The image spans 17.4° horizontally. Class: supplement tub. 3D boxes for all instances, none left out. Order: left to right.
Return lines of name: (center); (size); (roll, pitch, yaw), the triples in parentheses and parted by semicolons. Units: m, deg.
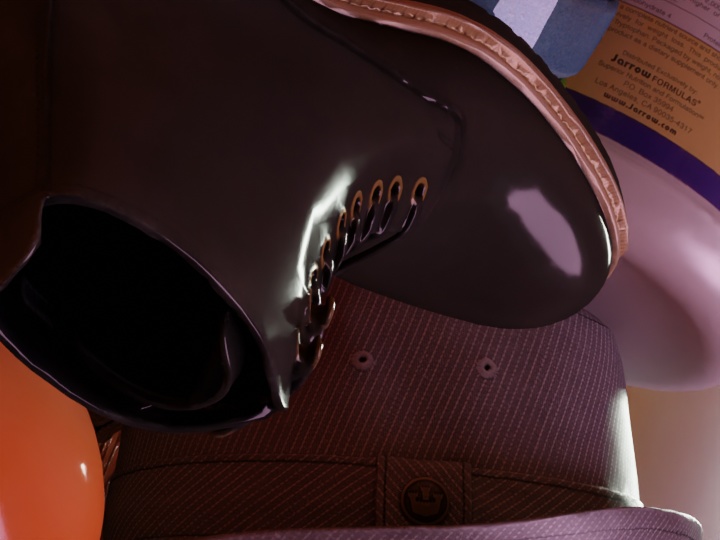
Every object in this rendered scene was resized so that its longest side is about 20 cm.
supplement tub: (0.092, -0.081, 0.715); (0.200, 0.145, 0.146); (-63, 167, -19)

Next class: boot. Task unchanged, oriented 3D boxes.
boot: (-0.011, -0.003, 0.477); (0.200, 0.139, 0.077); (28, 123, -34)

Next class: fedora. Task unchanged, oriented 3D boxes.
fedora: (-0.001, 0.049, 0.679); (0.177, 0.199, 0.091); (78, 12, -78)

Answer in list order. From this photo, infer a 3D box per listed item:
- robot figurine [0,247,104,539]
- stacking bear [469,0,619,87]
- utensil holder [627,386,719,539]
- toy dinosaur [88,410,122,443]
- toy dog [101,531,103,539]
robot figurine: (-0.132, 0.069, 0.475); (0.200, 0.116, 0.144); (-50, 153, -11)
stacking bear: (-0.006, -0.059, 0.595); (0.200, 0.121, 0.114); (-50, 169, 18)
utensil holder: (0.100, 0.128, 1.073); (0.200, 0.169, 0.170); (-60, 173, -47)
toy dinosaur: (0.000, 0.000, 0.760); (0.200, 0.058, 0.101); (-47, 119, -15)
toy dog: (-0.117, 0.160, 0.774); (0.200, 0.096, 0.132); (-62, -179, -24)
